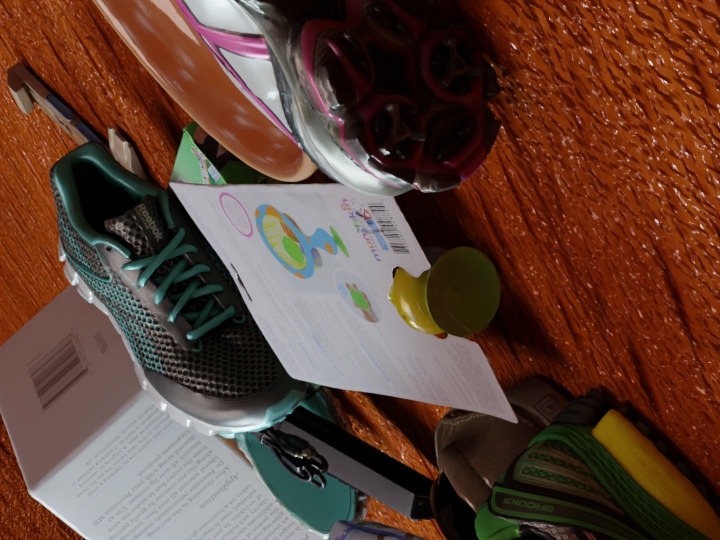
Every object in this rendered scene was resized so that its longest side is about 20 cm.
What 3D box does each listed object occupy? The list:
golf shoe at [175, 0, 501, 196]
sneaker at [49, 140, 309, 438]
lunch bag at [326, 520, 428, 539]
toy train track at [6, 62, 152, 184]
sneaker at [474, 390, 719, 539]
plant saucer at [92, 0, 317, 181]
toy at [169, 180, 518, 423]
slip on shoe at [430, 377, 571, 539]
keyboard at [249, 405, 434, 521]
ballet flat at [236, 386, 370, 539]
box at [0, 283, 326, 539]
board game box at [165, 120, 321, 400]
[{"bbox_3d":[-0.040,-0.105,0.676,0.200,0.073,0.092,56,155,-17],"label":"golf shoe"},{"bbox_3d":[-0.104,0.007,1.069,0.200,0.077,0.091,40,159,32],"label":"sneaker"},{"bbox_3d":[0.068,0.180,0.940,0.199,0.076,0.160,26,173,-16],"label":"lunch bag"},{"bbox_3d":[-0.169,-0.063,1.286,0.200,0.032,0.115,43,164,33],"label":"toy train track"},{"bbox_3d":[0.125,0.142,0.781,0.200,0.085,0.078,43,164,27],"label":"sneaker"},{"bbox_3d":[-0.072,-0.125,0.821,0.200,0.037,0.200,46,165,17],"label":"plant saucer"},{"bbox_3d":[0.000,0.000,0.893,0.115,0.047,0.200,60,159,-18],"label":"toy"},{"bbox_3d":[0.058,0.100,0.933,0.076,0.061,0.200,50,166,2],"label":"slip on shoe"},{"bbox_3d":[-0.045,0.086,1.118,0.199,0.021,0.127,26,-176,29],"label":"keyboard"},{"bbox_3d":[-0.054,0.073,1.238,0.200,0.076,0.064,51,-163,13],"label":"ballet flat"},{"bbox_3d":[-0.127,0.118,1.323,0.200,0.106,0.152,45,-174,-36],"label":"box"},{"bbox_3d":[-0.048,-0.004,1.065,0.135,0.029,0.200,51,166,3],"label":"board game box"}]
